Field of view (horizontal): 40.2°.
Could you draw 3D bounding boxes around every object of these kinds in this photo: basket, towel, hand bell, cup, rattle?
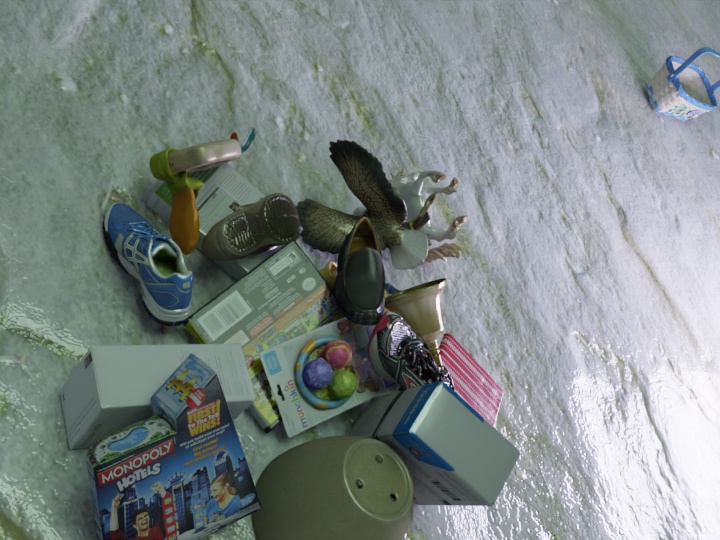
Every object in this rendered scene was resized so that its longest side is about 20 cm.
[{"bbox_3d":[0.812,-0.458,2.389,0.174,0.200,0.141,6,54,-33],"label":"basket"},{"bbox_3d":[0.145,0.207,1.462,0.145,0.022,0.201,46,40,-18],"label":"towel"},{"bbox_3d":[0.106,0.123,1.405,0.103,0.103,0.203,-21,93,-45],"label":"hand bell"},{"bbox_3d":[-0.014,0.284,1.204,0.198,0.143,0.203,21,48,-25],"label":"cup"},{"bbox_3d":[-0.198,-0.120,1.376,0.144,0.129,0.200,60,17,2],"label":"rattle"}]

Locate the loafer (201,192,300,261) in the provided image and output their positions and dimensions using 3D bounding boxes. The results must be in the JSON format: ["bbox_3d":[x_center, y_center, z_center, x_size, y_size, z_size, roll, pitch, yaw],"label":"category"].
[{"bbox_3d":[-0.152,-0.059,1.364,0.199,0.067,0.077,-20,97,-61],"label":"loafer"}]

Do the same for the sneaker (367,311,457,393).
[{"bbox_3d":[0.079,0.132,1.312,0.081,0.074,0.201,-53,126,-25],"label":"sneaker"}]

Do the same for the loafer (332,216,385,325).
[{"bbox_3d":[0.000,0.000,1.354,0.071,0.073,0.201,5,32,-11],"label":"loafer"}]

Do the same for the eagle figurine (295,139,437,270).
[{"bbox_3d":[0.009,-0.086,1.527,0.198,0.150,0.154,29,57,-32],"label":"eagle figurine"}]

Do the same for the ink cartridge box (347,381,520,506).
[{"bbox_3d":[0.087,0.228,1.268,0.146,0.199,0.085,41,65,-12],"label":"ink cartridge box"}]

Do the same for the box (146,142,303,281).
[{"bbox_3d":[-0.192,-0.077,1.422,0.199,0.036,0.145,41,42,-7],"label":"box"}]

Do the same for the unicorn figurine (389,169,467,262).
[{"bbox_3d":[0.103,-0.109,1.629,0.073,0.136,0.204,21,59,-45],"label":"unicorn figurine"}]

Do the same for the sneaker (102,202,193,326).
[{"bbox_3d":[-0.268,-0.024,1.275,0.075,0.078,0.200,-13,53,-42],"label":"sneaker"}]

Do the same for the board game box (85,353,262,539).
[{"bbox_3d":[-0.208,0.205,1.077,0.198,0.203,0.061,-19,29,-36],"label":"board game box"}]

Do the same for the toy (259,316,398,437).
[{"bbox_3d":[-0.024,0.126,1.299,0.198,0.047,0.117,-21,91,-33],"label":"toy"}]

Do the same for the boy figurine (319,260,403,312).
[{"bbox_3d":[0.013,0.033,1.472,0.197,0.065,0.125,19,37,-25],"label":"boy figurine"}]

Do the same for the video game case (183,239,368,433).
[{"bbox_3d":[-0.108,0.084,1.321,0.199,0.025,0.182,-38,89,-31],"label":"video game case"}]

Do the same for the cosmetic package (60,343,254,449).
[{"bbox_3d":[-0.238,0.146,1.157,0.197,0.113,0.082,0,58,-37],"label":"cosmetic package"}]
